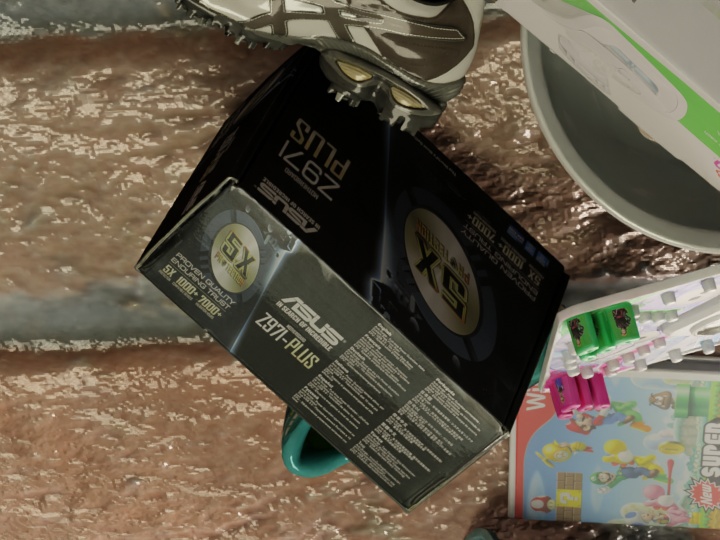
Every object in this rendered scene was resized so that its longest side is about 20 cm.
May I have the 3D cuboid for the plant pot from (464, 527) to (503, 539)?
[{"bbox_3d":[0.159,0.269,1.865,0.196,0.200,0.200,6,136,-11],"label":"plant pot"}]

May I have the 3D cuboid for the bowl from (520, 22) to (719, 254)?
[{"bbox_3d":[0.168,-0.102,1.483,0.201,0.201,0.090,14,171,-8],"label":"bowl"}]

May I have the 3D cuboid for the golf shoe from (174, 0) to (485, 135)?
[{"bbox_3d":[-0.029,-0.154,1.550,0.200,0.078,0.095,26,106,-11],"label":"golf shoe"}]

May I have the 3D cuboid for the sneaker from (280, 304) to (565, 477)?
[{"bbox_3d":[0.038,0.071,1.738,0.200,0.080,0.078,-27,111,27],"label":"sneaker"}]

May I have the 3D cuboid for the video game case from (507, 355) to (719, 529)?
[{"bbox_3d":[0.191,0.105,1.807,0.200,0.017,0.143,3,135,4],"label":"video game case"}]

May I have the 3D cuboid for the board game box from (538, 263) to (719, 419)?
[{"bbox_3d":[0.200,0.028,1.615,0.200,0.026,0.200,-16,167,-3],"label":"board game box"}]

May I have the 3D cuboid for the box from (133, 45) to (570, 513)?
[{"bbox_3d":[0.000,0.000,1.588,0.200,0.164,0.086,43,123,-10],"label":"box"}]

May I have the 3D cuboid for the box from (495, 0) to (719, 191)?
[{"bbox_3d":[0.197,-0.136,1.400,0.200,0.176,0.097,41,165,-3],"label":"box"}]
